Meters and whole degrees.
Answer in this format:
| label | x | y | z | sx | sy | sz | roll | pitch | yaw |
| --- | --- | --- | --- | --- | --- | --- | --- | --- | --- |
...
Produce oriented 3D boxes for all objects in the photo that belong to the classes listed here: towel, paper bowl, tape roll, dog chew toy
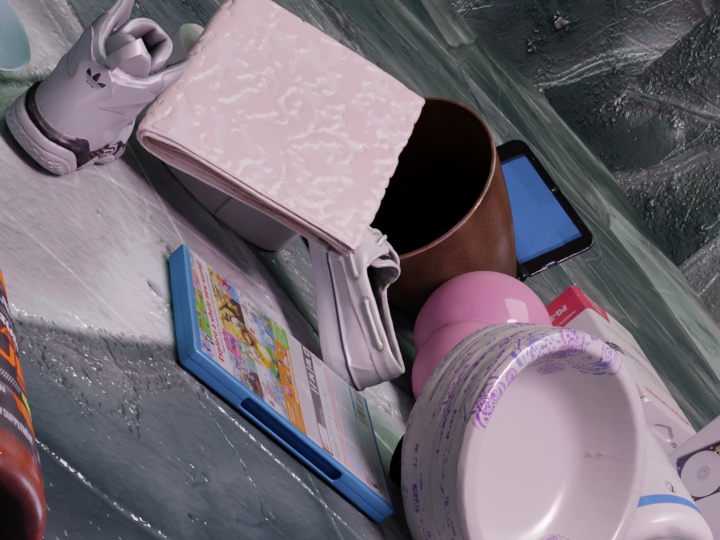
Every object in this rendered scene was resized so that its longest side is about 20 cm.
| label | x | y | z | sx | sy | sz | roll | pitch | yaw |
| --- | --- | --- | --- | --- | --- | --- | --- | --- | --- |
| towel | -0.057 | -0.119 | 1.357 | 0.191 | 0.032 | 0.200 | 31 | 46 | -6 |
| paper bowl | 0.110 | 0.138 | 1.258 | 0.104 | 0.201 | 0.201 | 5 | -26 | 48 |
| tape roll | -0.107 | -0.113 | 1.460 | 0.202 | 0.071 | 0.203 | 46 | 14 | -15 |
| dog chew toy | 0.100 | 0.088 | 1.473 | 0.125 | 0.124 | 0.200 | 45 | 30 | -16 |

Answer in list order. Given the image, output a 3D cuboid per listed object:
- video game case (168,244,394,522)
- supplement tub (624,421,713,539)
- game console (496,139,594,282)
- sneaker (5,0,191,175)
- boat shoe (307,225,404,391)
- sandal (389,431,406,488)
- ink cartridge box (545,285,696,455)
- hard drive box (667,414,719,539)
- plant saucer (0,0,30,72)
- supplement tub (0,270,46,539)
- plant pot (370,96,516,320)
| label | x | y | z | sx | sy | sz | roll | pitch | yaw |
| --- | --- | --- | --- | --- | --- | --- | --- | --- | --- |
| video game case | -0.057 | 0.079 | 1.215 | 0.200 | 0.018 | 0.143 | 42 | 16 | -27 |
| supplement tub | 0.212 | 0.195 | 1.506 | 0.132 | 0.132 | 0.200 | 37 | 18 | -40 |
| game console | 0.175 | -0.092 | 2.170 | 0.171 | 0.118 | 0.200 | 28 | 24 | -56 |
| sneaker | -0.172 | -0.134 | 1.217 | 0.075 | 0.115 | 0.200 | 48 | 14 | -5 |
| boat shoe | 0.000 | 0.000 | 1.362 | 0.074 | 0.065 | 0.201 | 43 | 36 | -64 |
| sandal | 0.092 | 0.158 | 1.345 | 0.045 | 0.075 | 0.200 | 24 | 6 | 33 |
| ink cartridge box | 0.297 | 0.135 | 2.020 | 0.145 | 0.084 | 0.200 | 37 | 18 | -41 |
| hard drive box | 0.312 | 0.244 | 1.536 | 0.077 | 0.200 | 0.156 | 37 | 18 | -39 |
| plant saucer | -0.305 | -0.197 | 1.135 | 0.201 | 0.039 | 0.201 | 45 | 15 | -16 |
| supplement tub | -0.194 | 0.042 | 0.707 | 0.107 | 0.107 | 0.200 | 38 | 18 | -39 |
| plant pot | 0.070 | -0.029 | 1.618 | 0.200 | 0.187 | 0.187 | 56 | 5 | -48 |
